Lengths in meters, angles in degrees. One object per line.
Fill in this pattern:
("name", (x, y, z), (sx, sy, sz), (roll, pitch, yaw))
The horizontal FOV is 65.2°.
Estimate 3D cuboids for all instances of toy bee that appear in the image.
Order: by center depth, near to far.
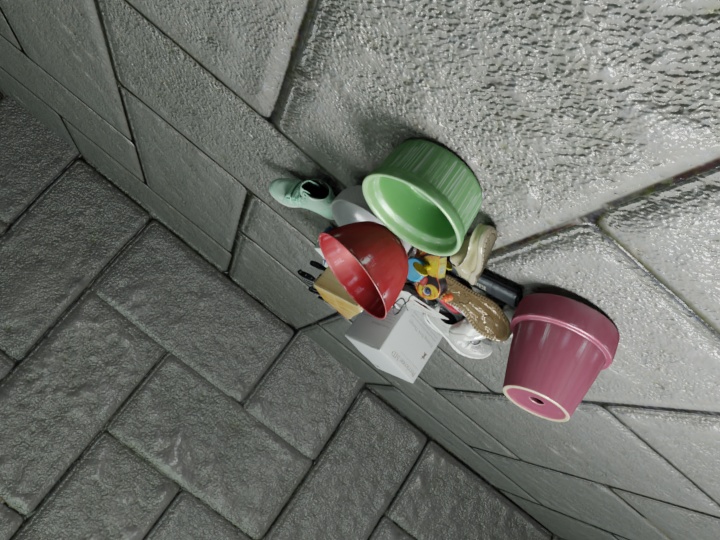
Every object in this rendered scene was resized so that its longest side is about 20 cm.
("toy bee", (0.147, 0.011, 1.132), (0.108, 0.131, 0.202), (27, 132, 30))

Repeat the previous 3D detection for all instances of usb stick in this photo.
("usb stick", (0.245, 0.017, 1.171), (0.199, 0.033, 0.056), (29, 161, 28))

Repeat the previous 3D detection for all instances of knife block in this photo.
("knife block", (-0.066, 0.033, 1.339), (0.175, 0.064, 0.200), (40, 162, -3))

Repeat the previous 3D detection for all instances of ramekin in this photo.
("ramekin", (0.110, -0.127, 0.963), (0.199, 0.098, 0.200), (34, 162, 12))

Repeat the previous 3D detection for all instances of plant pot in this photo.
("plant pot", (0.359, 0.172, 1.058), (0.198, 0.180, 0.200), (27, 159, 11))

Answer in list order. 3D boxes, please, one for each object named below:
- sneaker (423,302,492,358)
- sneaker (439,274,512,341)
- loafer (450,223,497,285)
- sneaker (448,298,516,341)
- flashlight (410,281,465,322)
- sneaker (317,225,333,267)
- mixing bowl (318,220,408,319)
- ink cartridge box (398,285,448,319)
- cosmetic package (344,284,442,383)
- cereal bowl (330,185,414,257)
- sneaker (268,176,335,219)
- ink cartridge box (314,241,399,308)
("sneaker", (0.252, 0.155, 1.435), (0.199, 0.075, 0.082), (33, 156, 2))
("sneaker", (0.242, 0.079, 1.210), (0.199, 0.072, 0.112), (39, -174, 19))
("loafer", (0.205, -0.031, 1.057), (0.068, 0.076, 0.200), (26, 161, 14))
("sneaker", (0.274, 0.105, 1.260), (0.199, 0.075, 0.089), (-15, 98, 47))
("flashlight", (0.206, 0.063, 1.320), (0.200, 0.068, 0.068), (40, -153, -18))
("sneaker", (-0.045, -0.028, 1.544), (0.115, 0.081, 0.200), (31, 160, 26))
("mixing bowl", (0.021, -0.019, 1.082), (0.200, 0.108, 0.201), (46, 162, 20))
("ink cartridge box", (0.106, 0.049, 1.354), (0.159, 0.048, 0.199), (33, 169, -35))
("cosmetic package", (0.102, 0.162, 1.537), (0.166, 0.201, 0.167), (12, 151, 53))
("cereal bowl", (0.037, -0.106, 1.180), (0.199, 0.084, 0.200), (33, 162, 13))
("sneaker", (-0.138, -0.193, 1.315), (0.199, 0.074, 0.118), (21, 165, 18))
("ink cartridge box", (0.000, 0.000, 1.311), (0.200, 0.057, 0.162), (43, 162, -25))
